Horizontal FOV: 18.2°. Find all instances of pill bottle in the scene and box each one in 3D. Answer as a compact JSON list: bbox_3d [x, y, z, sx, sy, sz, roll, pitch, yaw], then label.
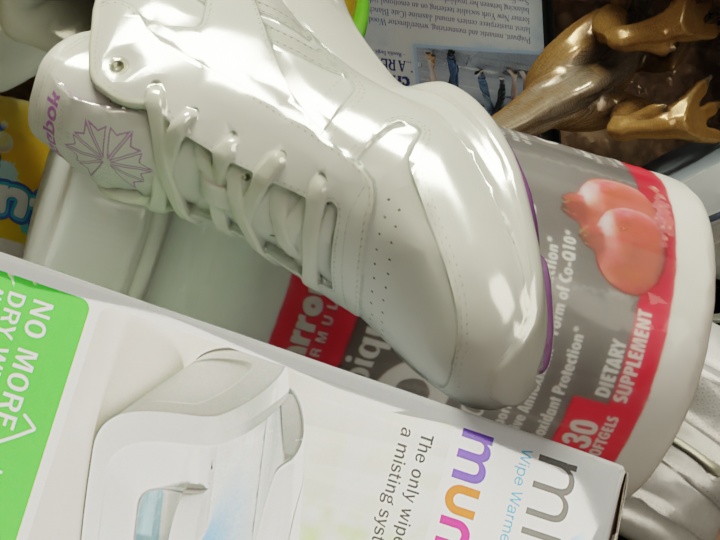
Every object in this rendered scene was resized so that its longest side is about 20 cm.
[{"bbox_3d":[0.000,0.000,0.703,0.199,0.111,0.111,15,72,-15],"label":"pill bottle"}]

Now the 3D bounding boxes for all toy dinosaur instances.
[{"bbox_3d":[0.080,-0.068,0.843,0.200,0.106,0.061,-38,114,-38],"label":"toy dinosaur"}]

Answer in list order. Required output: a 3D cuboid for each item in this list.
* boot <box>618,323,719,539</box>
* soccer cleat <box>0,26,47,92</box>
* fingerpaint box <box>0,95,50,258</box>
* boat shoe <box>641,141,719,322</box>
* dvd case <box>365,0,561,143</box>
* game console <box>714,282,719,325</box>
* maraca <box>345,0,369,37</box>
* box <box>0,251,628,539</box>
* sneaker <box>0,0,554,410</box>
[{"bbox_3d":[0.048,0.041,0.809,0.199,0.074,0.096,23,71,4],"label":"boot"},{"bbox_3d":[-0.161,-0.112,0.731,0.200,0.070,0.077,31,44,31],"label":"soccer cleat"},{"bbox_3d":[-0.177,0.019,0.727,0.199,0.073,0.168,11,74,-24],"label":"fingerpaint box"},{"bbox_3d":[0.158,-0.011,0.831,0.086,0.201,0.075,63,29,-8],"label":"boat shoe"},{"bbox_3d":[0.010,-0.127,0.878,0.142,0.018,0.201,4,75,-24],"label":"dvd case"},{"bbox_3d":[0.228,-0.005,0.949,0.199,0.117,0.176,17,41,-21],"label":"game console"},{"bbox_3d":[-0.082,-0.127,0.791,0.137,0.107,0.200,-25,62,-34],"label":"maraca"},{"bbox_3d":[-0.048,0.081,0.607,0.176,0.200,0.097,20,72,-11],"label":"box"},{"bbox_3d":[-0.026,-0.027,0.585,0.099,0.075,0.200,-20,48,-25],"label":"sneaker"}]
